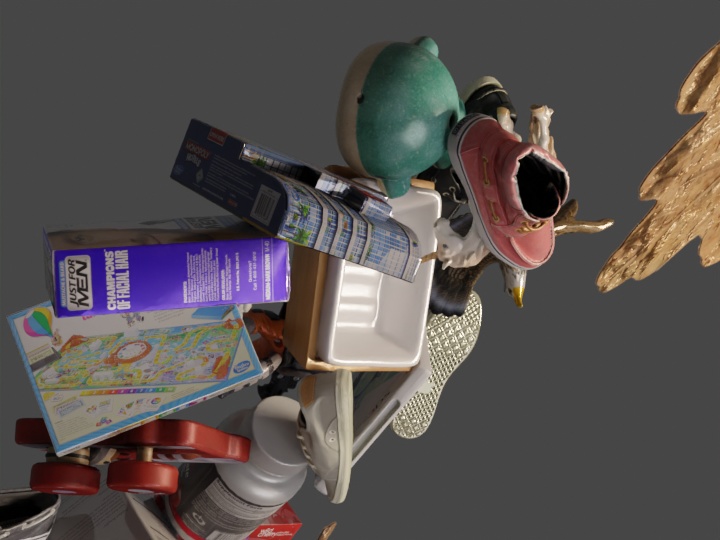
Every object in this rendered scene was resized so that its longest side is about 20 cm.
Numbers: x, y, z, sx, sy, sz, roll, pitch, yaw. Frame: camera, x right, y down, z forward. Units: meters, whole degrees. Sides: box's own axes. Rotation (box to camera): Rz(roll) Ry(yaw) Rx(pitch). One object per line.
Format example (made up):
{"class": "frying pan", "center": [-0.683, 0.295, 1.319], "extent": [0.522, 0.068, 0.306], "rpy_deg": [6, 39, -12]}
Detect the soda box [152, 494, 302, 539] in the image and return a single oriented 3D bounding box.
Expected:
{"class": "soda box", "center": [-0.167, 0.303, 1.617], "extent": [0.200, 0.063, 0.070], "rpy_deg": [11, 121, -49]}

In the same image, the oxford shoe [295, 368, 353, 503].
{"class": "oxford shoe", "center": [-0.035, 0.166, 1.368], "extent": [0.058, 0.075, 0.200], "rpy_deg": [-1, 140, 1]}

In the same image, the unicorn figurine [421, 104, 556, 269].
{"class": "unicorn figurine", "center": [0.134, -0.083, 1.344], "extent": [0.200, 0.074, 0.138], "rpy_deg": [-20, 117, -28]}

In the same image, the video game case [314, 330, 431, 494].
{"class": "video game case", "center": [0.012, 0.141, 1.532], "extent": [0.022, 0.200, 0.182], "rpy_deg": [37, 103, -10]}

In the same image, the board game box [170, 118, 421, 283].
{"class": "board game box", "center": [-0.034, -0.057, 1.199], "extent": [0.200, 0.200, 0.062], "rpy_deg": [17, 97, -38]}

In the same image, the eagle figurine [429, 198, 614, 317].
{"class": "eagle figurine", "center": [0.158, -0.027, 1.532], "extent": [0.152, 0.200, 0.151], "rpy_deg": [29, 69, -20]}

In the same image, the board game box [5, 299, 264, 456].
{"class": "board game box", "center": [-0.206, 0.071, 1.246], "extent": [0.200, 0.135, 0.034], "rpy_deg": [-20, 171, -12]}

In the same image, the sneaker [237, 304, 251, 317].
{"class": "sneaker", "center": [-0.169, 0.034, 1.318], "extent": [0.083, 0.081, 0.200], "rpy_deg": [28, 104, -41]}

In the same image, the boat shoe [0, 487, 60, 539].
{"class": "boat shoe", "center": [-0.386, 0.251, 1.348], "extent": [0.200, 0.072, 0.068], "rpy_deg": [1, 130, -47]}

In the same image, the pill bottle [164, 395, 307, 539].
{"class": "pill bottle", "center": [-0.126, 0.218, 1.475], "extent": [0.111, 0.111, 0.200], "rpy_deg": [-7, 152, -39]}

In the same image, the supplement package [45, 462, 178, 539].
{"class": "supplement package", "center": [-0.250, 0.327, 1.446], "extent": [0.121, 0.200, 0.120], "rpy_deg": [-37, 145, -4]}

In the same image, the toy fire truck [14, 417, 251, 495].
{"class": "toy fire truck", "center": [-0.227, 0.169, 1.340], "extent": [0.199, 0.112, 0.168], "rpy_deg": [-3, 163, 18]}

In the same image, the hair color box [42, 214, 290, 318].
{"class": "hair color box", "center": [-0.171, -0.007, 1.182], "extent": [0.199, 0.109, 0.065], "rpy_deg": [-5, 104, -16]}

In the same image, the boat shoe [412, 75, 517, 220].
{"class": "boat shoe", "center": [0.110, -0.104, 1.436], "extent": [0.074, 0.066, 0.200], "rpy_deg": [2, 127, -45]}

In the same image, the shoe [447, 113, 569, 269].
{"class": "shoe", "center": [0.153, -0.057, 1.264], "extent": [0.071, 0.091, 0.200], "rpy_deg": [-42, 133, -11]}

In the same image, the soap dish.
{"class": "soap dish", "center": [0.000, 0.000, 1.373], "extent": [0.157, 0.081, 0.201], "rpy_deg": [5, 93, -46]}

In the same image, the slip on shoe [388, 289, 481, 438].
{"class": "slip on shoe", "center": [0.085, 0.107, 1.653], "extent": [0.074, 0.061, 0.200], "rpy_deg": [19, 105, -16]}

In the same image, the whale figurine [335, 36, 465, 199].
{"class": "whale figurine", "center": [0.060, -0.144, 1.301], "extent": [0.200, 0.104, 0.160], "rpy_deg": [12, 91, -59]}

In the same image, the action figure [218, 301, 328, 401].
{"class": "action figure", "center": [-0.082, 0.101, 1.451], "extent": [0.193, 0.105, 0.200], "rpy_deg": [-6, 132, -27]}
